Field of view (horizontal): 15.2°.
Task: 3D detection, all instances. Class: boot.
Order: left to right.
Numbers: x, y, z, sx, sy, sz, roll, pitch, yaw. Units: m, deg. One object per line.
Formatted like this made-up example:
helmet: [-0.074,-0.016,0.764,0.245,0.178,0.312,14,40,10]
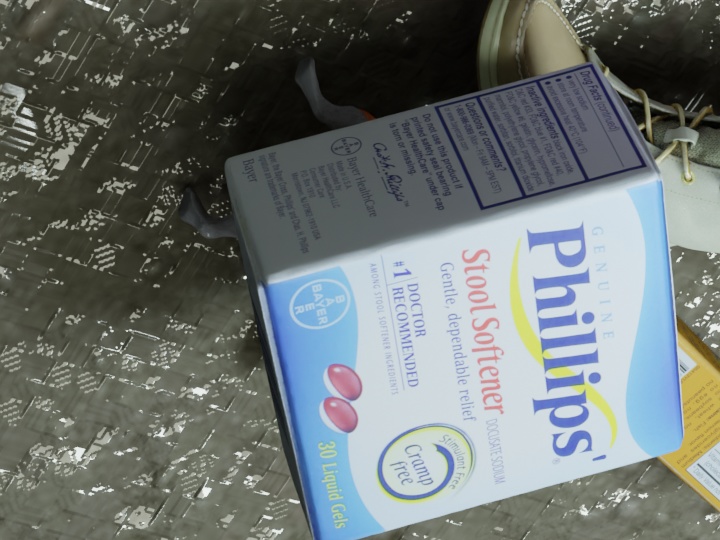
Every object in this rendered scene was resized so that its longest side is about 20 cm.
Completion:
boot: [0.154,-0.072,1.402,0.072,0.154,0.200,-63,143,-26]

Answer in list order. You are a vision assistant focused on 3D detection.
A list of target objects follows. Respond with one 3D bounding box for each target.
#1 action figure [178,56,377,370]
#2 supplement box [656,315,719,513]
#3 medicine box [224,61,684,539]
action figure: [0.000,0.000,1.438,0.193,0.105,0.200,29,110,-25]
supplement box: [0.188,0.075,1.593,0.069,0.067,0.200,-40,131,8]
medicine box: [0.049,0.018,1.349,0.199,0.103,0.183,-15,129,-5]
